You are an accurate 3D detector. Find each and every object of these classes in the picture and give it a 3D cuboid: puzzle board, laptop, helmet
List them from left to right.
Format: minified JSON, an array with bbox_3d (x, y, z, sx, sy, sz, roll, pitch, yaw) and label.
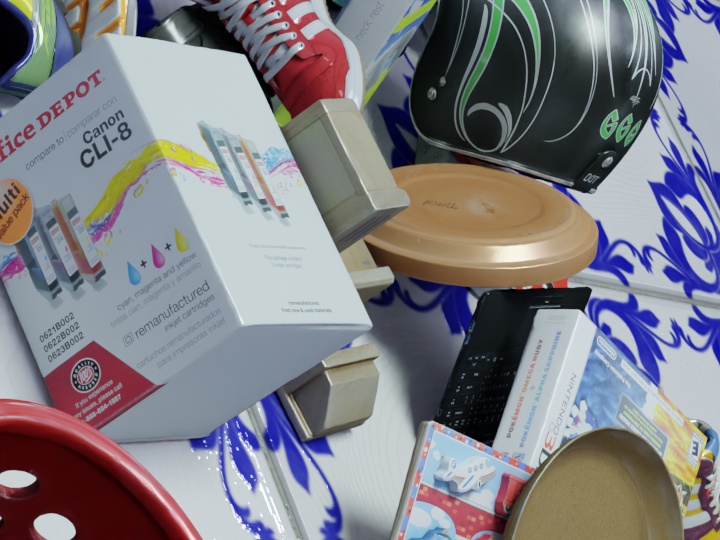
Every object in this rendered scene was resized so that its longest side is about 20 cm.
[{"bbox_3d":[0.088,0.200,1.450,0.200,0.017,0.151,27,73,-44],"label":"puzzle board"},{"bbox_3d":[0.146,-0.173,1.745,0.200,0.191,0.200,18,3,-1],"label":"helmet"},{"bbox_3d":[0.135,0.123,1.606,0.103,0.200,0.177,27,14,28],"label":"laptop"}]

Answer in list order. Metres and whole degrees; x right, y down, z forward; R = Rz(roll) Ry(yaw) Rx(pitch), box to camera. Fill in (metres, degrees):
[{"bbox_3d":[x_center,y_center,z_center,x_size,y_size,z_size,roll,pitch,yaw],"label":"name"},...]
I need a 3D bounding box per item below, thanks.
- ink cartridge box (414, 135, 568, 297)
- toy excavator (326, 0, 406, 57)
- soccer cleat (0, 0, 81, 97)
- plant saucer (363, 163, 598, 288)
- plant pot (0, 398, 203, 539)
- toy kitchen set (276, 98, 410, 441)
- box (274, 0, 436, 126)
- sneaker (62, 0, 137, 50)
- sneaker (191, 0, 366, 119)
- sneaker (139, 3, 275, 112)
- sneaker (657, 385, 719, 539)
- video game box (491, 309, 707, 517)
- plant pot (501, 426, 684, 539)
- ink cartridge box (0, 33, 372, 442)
[{"bbox_3d":[0.124,-0.031,1.819,0.200,0.050,0.162,40,31,-22],"label":"ink cartridge box"},{"bbox_3d":[0.019,-0.270,1.738,0.194,0.200,0.100,14,48,-54],"label":"toy excavator"},{"bbox_3d":[-0.250,-0.200,1.372,0.200,0.065,0.084,59,29,4],"label":"soccer cleat"},{"bbox_3d":[0.080,-0.040,1.626,0.200,0.200,0.032,-47,145,-63],"label":"plant saucer"},{"bbox_3d":[-0.178,0.181,0.939,0.200,0.182,0.200,40,32,-31],"label":"plant pot"},{"bbox_3d":[0.000,0.000,1.432,0.200,0.180,0.163,-10,69,-56],"label":"toy kitchen set"},{"bbox_3d":[0.017,-0.195,1.653,0.048,0.200,0.122,37,27,4],"label":"box"},{"bbox_3d":[-0.184,-0.211,1.484,0.077,0.078,0.200,34,34,-53],"label":"sneaker"},{"bbox_3d":[-0.069,-0.177,1.516,0.112,0.071,0.200,20,38,-43],"label":"sneaker"},{"bbox_3d":[-0.099,-0.146,1.570,0.104,0.060,0.200,53,32,-3],"label":"sneaker"},{"bbox_3d":[0.273,0.178,1.787,0.200,0.090,0.075,43,30,-25],"label":"sneaker"},{"bbox_3d":[0.169,0.155,1.583,0.200,0.047,0.182,42,61,-40],"label":"video game box"},{"bbox_3d":[0.154,0.206,1.489,0.200,0.027,0.200,-5,97,-46],"label":"plant pot"},{"bbox_3d":[-0.120,-0.018,1.295,0.145,0.145,0.200,3,57,-58],"label":"ink cartridge box"}]
